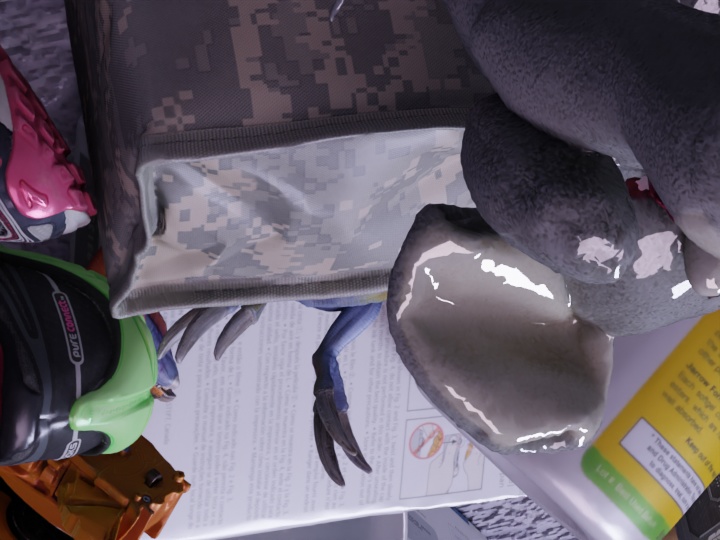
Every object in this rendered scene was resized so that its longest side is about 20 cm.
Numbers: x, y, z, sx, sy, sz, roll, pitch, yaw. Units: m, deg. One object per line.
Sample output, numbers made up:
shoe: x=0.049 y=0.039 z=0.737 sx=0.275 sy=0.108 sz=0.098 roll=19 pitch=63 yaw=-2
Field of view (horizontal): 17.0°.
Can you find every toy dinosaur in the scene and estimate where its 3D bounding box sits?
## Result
toy dinosaur: x=0.000 y=0.000 z=0.836 sx=0.180 sy=0.200 sz=0.106 roll=13 pitch=136 yaw=20

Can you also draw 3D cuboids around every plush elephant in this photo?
plush elephant: x=0.080 y=-0.038 z=0.594 sx=0.199 sy=0.165 sz=0.155 roll=8 pitch=144 yaw=39

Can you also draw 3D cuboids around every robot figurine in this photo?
robot figurine: x=-0.161 y=0.053 z=0.873 sx=0.058 sy=0.200 sz=0.145 roll=-34 pitch=157 yaw=-54

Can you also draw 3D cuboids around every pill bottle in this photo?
pill bottle: x=0.123 y=0.002 z=0.895 sx=0.200 sy=0.111 sz=0.111 roll=-48 pitch=141 yaw=-4

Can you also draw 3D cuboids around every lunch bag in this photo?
lunch bag: x=0.013 y=-0.086 z=0.735 sx=0.198 sy=0.165 sz=0.118 roll=-6 pitch=154 yaw=-13

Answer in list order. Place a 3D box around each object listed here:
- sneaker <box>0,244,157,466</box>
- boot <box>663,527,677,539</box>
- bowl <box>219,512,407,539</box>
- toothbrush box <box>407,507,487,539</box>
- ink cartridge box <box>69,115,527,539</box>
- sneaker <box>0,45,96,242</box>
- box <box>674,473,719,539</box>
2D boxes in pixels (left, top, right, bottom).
sneaker: x=-0.161 y=0.017 z=0.778 sx=0.199 sy=0.077 sz=0.084 roll=9 pitch=-166 yaw=28
boot: x=0.251 y=0.129 z=1.202 sx=0.199 sy=0.066 sz=0.175 roll=-29 pitch=129 yaw=20
bowl: x=-0.087 y=0.098 z=0.995 sx=0.199 sy=0.090 sz=0.203 roll=-5 pitch=111 yaw=-13
toothbrush box: x=-0.045 y=0.172 z=1.141 sx=0.199 sy=0.086 sz=0.146 roll=-26 pitch=143 yaw=15
ink cartridge box: x=-0.014 y=0.017 z=0.922 sx=0.199 sy=0.057 sz=0.164 roll=-7 pitch=111 yaw=-31
sneaker: x=-0.156 y=-0.035 z=0.742 sx=0.199 sy=0.075 sz=0.081 roll=11 pitch=137 yaw=46
box: x=0.197 y=0.022 z=0.955 sx=0.048 sy=0.159 sz=0.200 roll=23 pitch=131 yaw=-34
